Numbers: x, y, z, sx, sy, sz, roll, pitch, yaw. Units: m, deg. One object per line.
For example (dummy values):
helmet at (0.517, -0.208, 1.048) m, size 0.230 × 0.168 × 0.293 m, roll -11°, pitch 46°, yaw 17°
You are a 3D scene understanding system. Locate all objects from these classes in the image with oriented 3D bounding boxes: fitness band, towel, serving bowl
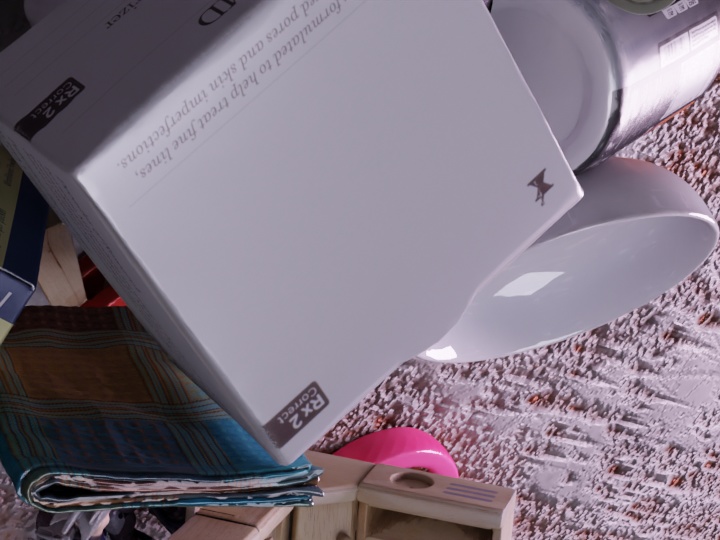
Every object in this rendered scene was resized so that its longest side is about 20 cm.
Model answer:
fitness band at (-0.012, 0.197, 1.389) m, size 0.200 × 0.037 × 0.144 m, roll -41°, pitch 139°, yaw 0°
towel at (-0.116, 0.061, 0.946) m, size 0.146 × 0.200 × 0.022 m, roll 1°, pitch 113°, yaw -23°
serving bowl at (0.111, -0.015, 1.157) m, size 0.199 × 0.066 × 0.200 m, roll -16°, pitch 160°, yaw -6°

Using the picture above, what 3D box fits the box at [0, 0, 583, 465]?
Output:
box at (-0.035, -0.059, 0.885) m, size 0.199 × 0.131 × 0.200 m, roll -42°, pitch 129°, yaw -12°

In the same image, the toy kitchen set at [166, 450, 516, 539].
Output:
toy kitchen set at (-0.010, 0.149, 1.194) m, size 0.200 × 0.179 × 0.164 m, roll -38°, pitch 135°, yaw -68°

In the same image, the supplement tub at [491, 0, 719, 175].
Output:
supplement tub at (0.134, -0.131, 1.102) m, size 0.200 × 0.122 × 0.123 m, roll -31°, pitch 147°, yaw -53°

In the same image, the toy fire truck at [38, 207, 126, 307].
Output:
toy fire truck at (-0.164, 0.005, 1.091) m, size 0.141 × 0.049 × 0.200 m, roll 22°, pitch 110°, yaw -45°

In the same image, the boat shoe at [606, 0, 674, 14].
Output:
boat shoe at (0.099, -0.216, 1.012) m, size 0.072 × 0.201 × 0.061 m, roll -47°, pitch 175°, yaw 33°

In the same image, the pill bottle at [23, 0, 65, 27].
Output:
pill bottle at (-0.079, -0.088, 0.997) m, size 0.111 × 0.111 × 0.200 m, roll -35°, pitch 127°, yaw -6°

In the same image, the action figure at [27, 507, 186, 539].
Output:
action figure at (-0.146, 0.135, 1.183) m, size 0.130 × 0.069 × 0.200 m, roll -45°, pitch 156°, yaw -19°

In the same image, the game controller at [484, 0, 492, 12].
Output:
game controller at (0.004, -0.110, 1.037) m, size 0.042 × 0.104 × 0.200 m, roll -46°, pitch 165°, yaw -37°

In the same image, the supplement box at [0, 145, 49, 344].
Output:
supplement box at (-0.278, 0.012, 0.887) m, size 0.199 × 0.134 × 0.200 m, roll 29°, pitch 108°, yaw -17°
